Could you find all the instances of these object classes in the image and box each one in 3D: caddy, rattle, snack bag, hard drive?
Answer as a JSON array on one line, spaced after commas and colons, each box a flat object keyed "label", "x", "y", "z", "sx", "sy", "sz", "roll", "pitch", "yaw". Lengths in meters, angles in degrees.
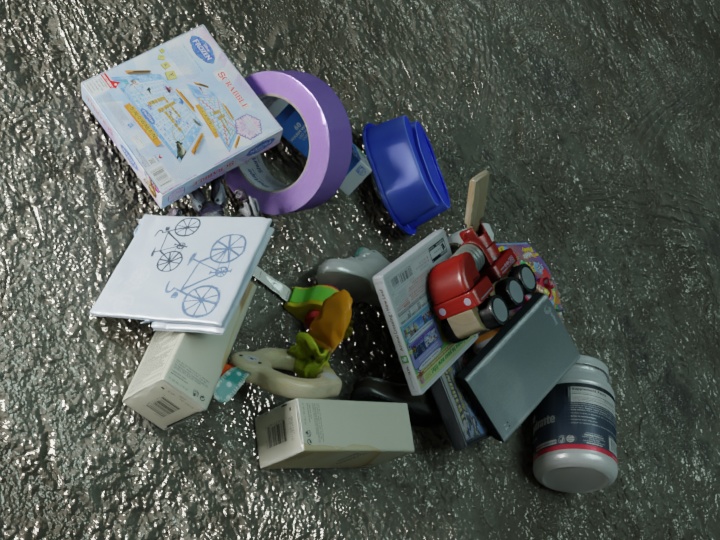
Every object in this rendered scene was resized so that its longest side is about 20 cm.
[{"label": "caddy", "x": 0.067, "y": -0.160, "z": 1.697, "sx": 0.141, "sy": 0.104, "sz": 0.202, "roll": 2, "pitch": 67, "yaw": -67}, {"label": "rattle", "x": -0.112, "y": 0.099, "z": 1.348, "sx": 0.198, "sy": 0.144, "sz": 0.131, "roll": 11, "pitch": 31, "yaw": -26}, {"label": "snack bag", "x": -0.227, "y": 0.001, "z": 1.289, "sx": 0.022, "sy": 0.198, "sz": 0.190, "roll": 72, "pitch": 28, "yaw": -44}, {"label": "hard drive", "x": 0.252, "y": 0.151, "z": 1.612, "sx": 0.200, "sy": 0.033, "sz": 0.140, "roll": -44, "pitch": 117, "yaw": -20}]

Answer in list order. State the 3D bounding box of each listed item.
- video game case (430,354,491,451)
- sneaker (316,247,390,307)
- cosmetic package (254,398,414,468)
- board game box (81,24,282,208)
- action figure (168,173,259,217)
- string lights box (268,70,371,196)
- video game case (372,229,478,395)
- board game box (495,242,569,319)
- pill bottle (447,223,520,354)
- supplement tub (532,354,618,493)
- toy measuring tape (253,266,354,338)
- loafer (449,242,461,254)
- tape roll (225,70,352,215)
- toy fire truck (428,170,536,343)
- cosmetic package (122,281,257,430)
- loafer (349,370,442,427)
[{"label": "video game case", "x": 0.145, "y": 0.173, "z": 1.592, "sx": 0.202, "sy": 0.025, "sz": 0.180, "roll": 69, "pitch": 18, "yaw": 11}, {"label": "sneaker", "x": 0.000, "y": 0.000, "z": 1.576, "sx": 0.199, "sy": 0.075, "sz": 0.089, "roll": 18, "pitch": 52, "yaw": -49}, {"label": "cosmetic package", "x": -0.034, "y": 0.224, "z": 1.391, "sx": 0.199, "sy": 0.103, "sz": 0.074, "roll": 9, "pitch": 63, "yaw": -39}, {"label": "board game box", "x": -0.242, "y": -0.214, "z": 1.389, "sx": 0.199, "sy": 0.041, "sz": 0.201, "roll": -32, "pitch": 77, "yaw": -24}, {"label": "action figure", "x": -0.210, "y": -0.092, "z": 1.404, "sx": 0.129, "sy": 0.070, "sz": 0.202, "roll": -13, "pitch": 62, "yaw": -10}, {"label": "string lights box", "x": -0.077, "y": -0.214, "z": 1.591, "sx": 0.200, "sy": 0.059, "sz": 0.103, "roll": 42, "pitch": 11, "yaw": -20}, {"label": "video game case", "x": 0.099, "y": 0.057, "z": 1.495, "sx": 0.200, "sy": 0.022, "sz": 0.184, "roll": -35, "pitch": 110, "yaw": -52}, {"label": "board game box", "x": 0.278, "y": 0.021, "z": 1.674, "sx": 0.199, "sy": 0.039, "sz": 0.160, "roll": -2, "pitch": 70, "yaw": -45}, {"label": "pill bottle", "x": 0.211, "y": 0.031, "z": 1.721, "sx": 0.116, "sy": 0.116, "sz": 0.202, "roll": -9, "pitch": 73, "yaw": -46}, {"label": "supplement tub", "x": 0.361, "y": 0.260, "z": 1.721, "sx": 0.140, "sy": 0.140, "sz": 0.202, "roll": 29, "pitch": 51, "yaw": -29}, {"label": "toy measuring tape", "x": -0.080, "y": 0.033, "z": 1.475, "sx": 0.200, "sy": 0.073, "sz": 0.074, "roll": 40, "pitch": 46, "yaw": -21}, {"label": "loafer", "x": 0.109, "y": -0.002, "z": 1.599, "sx": 0.199, "sy": 0.068, "sz": 0.077, "roll": -4, "pitch": 88, "yaw": -56}, {"label": "tape roll", "x": -0.111, "y": -0.183, "z": 1.461, "sx": 0.065, "sy": 0.199, "sz": 0.202, "roll": -18, "pitch": 81, "yaw": -59}, {"label": "toy fire truck", "x": 0.167, "y": -0.024, "z": 1.503, "sx": 0.176, "sy": 0.128, "sz": 0.201, "roll": -38, "pitch": 101, "yaw": -51}, {"label": "cosmetic package", "x": -0.213, "y": 0.091, "z": 1.292, "sx": 0.071, "sy": 0.105, "sz": 0.201, "roll": 39, "pitch": 48, "yaw": -23}, {"label": "loafer", "x": 0.055, "y": 0.186, "z": 1.527, "sx": 0.199, "sy": 0.073, "sz": 0.072, "roll": 23, "pitch": 50, "yaw": -46}]
